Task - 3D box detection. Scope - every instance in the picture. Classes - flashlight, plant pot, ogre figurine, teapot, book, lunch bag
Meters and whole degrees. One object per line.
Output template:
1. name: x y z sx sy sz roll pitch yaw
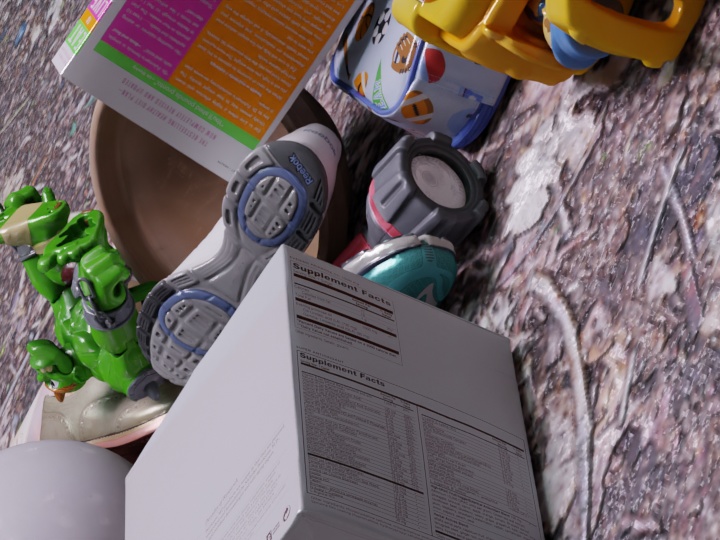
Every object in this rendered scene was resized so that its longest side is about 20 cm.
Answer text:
1. flashlight: 0.000 0.000 1.517 0.200 0.067 0.068 -48 36 41
2. plant pot: -0.075 -0.064 1.664 0.093 0.201 0.201 -32 -12 -46
3. ogre figurine: -0.177 0.018 1.657 0.098 0.120 0.199 -39 27 -32
4. teapot: -0.196 0.218 1.629 0.146 0.196 0.201 55 133 53
5. book: -0.073 -0.169 1.506 0.200 0.133 0.048 -53 31 9
6. lunch bag: 0.057 -0.183 1.541 0.201 0.075 0.160 -65 21 9

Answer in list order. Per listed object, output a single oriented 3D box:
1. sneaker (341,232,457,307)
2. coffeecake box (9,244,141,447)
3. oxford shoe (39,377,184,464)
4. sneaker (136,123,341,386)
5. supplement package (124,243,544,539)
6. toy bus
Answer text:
1. sneaker: 0.005 0.061 1.467 0.200 0.077 0.080 -60 41 32
2. coffeecake box: -0.183 0.107 1.849 0.201 0.073 0.154 -61 23 20
3. oxford shoe: -0.142 0.085 1.696 0.199 0.071 0.074 -22 71 29
4. sneaker: -0.066 -0.007 1.555 0.200 0.074 0.087 -51 -2 30
5. supplement package: -0.018 0.138 1.310 0.192 0.146 0.201 -55 24 31
6. toy bus: 0.130 -0.170 1.306 0.192 0.135 0.201 48 118 50
